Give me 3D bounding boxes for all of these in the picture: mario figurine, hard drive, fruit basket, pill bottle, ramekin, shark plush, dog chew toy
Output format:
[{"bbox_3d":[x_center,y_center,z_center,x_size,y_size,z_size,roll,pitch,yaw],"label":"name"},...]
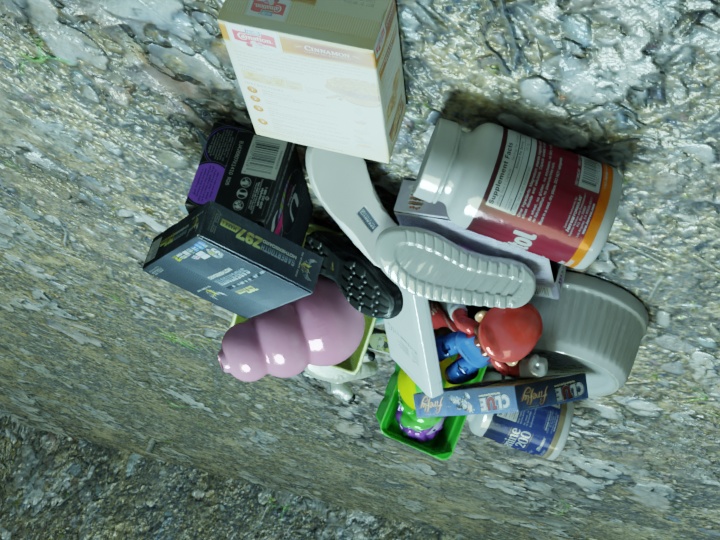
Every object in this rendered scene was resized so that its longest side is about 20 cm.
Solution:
[{"bbox_3d":[0.173,0.084,1.403,0.122,0.107,0.200,20,156,-20],"label":"mario figurine"},{"bbox_3d":[0.059,0.053,1.440,0.132,0.026,0.202,-135,29,-56],"label":"hard drive"},{"bbox_3d":[0.115,0.176,1.670,0.154,0.218,0.215,25,157,-19],"label":"fruit basket"},{"bbox_3d":[0.160,-0.085,1.133,0.198,0.114,0.113,20,159,-2],"label":"pill bottle"},{"bbox_3d":[0.281,0.091,1.469,0.198,0.106,0.201,16,159,6],"label":"ramekin"},{"bbox_3d":[-0.067,0.131,1.646,0.197,0.084,0.092,9,116,-7],"label":"shark plush"},{"bbox_3d":[-0.096,0.085,1.454,0.198,0.126,0.125,-22,166,-17],"label":"dog chew toy"},{"bbox_3d":[0.249,0.237,1.833,0.198,0.112,0.111,19,159,-2],"label":"pill bottle"}]

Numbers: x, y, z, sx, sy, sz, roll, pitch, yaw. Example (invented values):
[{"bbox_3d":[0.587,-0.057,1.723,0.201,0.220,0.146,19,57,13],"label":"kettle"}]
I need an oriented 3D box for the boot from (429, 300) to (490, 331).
[{"bbox_3d":[0.104,0.044,1.549,0.143,0.073,0.200,8,160,28],"label":"boot"}]

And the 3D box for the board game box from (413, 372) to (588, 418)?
[{"bbox_3d":[0.184,0.167,1.453,0.134,0.035,0.199,-4,175,-37],"label":"board game box"}]

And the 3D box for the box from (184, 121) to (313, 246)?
[{"bbox_3d":[-0.134,-0.078,1.370,0.105,0.124,0.200,13,158,11],"label":"box"}]

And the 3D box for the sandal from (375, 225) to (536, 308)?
[{"bbox_3d":[0.112,-0.002,1.316,0.200,0.083,0.050,19,-159,-5],"label":"sandal"}]

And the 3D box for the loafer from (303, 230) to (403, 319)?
[{"bbox_3d":[0.000,0.000,1.405,0.070,0.069,0.200,-7,-151,-33],"label":"loafer"}]

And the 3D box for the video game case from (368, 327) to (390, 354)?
[{"bbox_3d":[-0.047,0.091,1.723,0.179,0.036,0.199,17,176,-24],"label":"video game case"}]

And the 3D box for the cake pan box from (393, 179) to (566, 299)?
[{"bbox_3d":[0.154,-0.035,1.343,0.198,0.053,0.184,9,159,22],"label":"cake pan box"}]

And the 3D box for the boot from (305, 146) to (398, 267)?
[{"bbox_3d":[-0.020,-0.090,1.325,0.201,0.072,0.090,59,169,-32],"label":"boot"}]

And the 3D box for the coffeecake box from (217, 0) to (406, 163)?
[{"bbox_3d":[-0.041,-0.200,1.070,0.152,0.074,0.200,14,158,12],"label":"coffeecake box"}]

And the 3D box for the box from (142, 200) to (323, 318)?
[{"bbox_3d":[-0.158,-0.007,1.320,0.157,0.052,0.199,27,157,-24],"label":"box"}]

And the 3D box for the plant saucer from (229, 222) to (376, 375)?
[{"bbox_3d":[-0.066,0.024,1.546,0.198,0.202,0.048,18,-158,-1],"label":"plant saucer"}]

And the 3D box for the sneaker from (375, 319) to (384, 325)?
[{"bbox_3d":[-0.022,0.039,1.610,0.198,0.072,0.079,0,169,42],"label":"sneaker"}]
